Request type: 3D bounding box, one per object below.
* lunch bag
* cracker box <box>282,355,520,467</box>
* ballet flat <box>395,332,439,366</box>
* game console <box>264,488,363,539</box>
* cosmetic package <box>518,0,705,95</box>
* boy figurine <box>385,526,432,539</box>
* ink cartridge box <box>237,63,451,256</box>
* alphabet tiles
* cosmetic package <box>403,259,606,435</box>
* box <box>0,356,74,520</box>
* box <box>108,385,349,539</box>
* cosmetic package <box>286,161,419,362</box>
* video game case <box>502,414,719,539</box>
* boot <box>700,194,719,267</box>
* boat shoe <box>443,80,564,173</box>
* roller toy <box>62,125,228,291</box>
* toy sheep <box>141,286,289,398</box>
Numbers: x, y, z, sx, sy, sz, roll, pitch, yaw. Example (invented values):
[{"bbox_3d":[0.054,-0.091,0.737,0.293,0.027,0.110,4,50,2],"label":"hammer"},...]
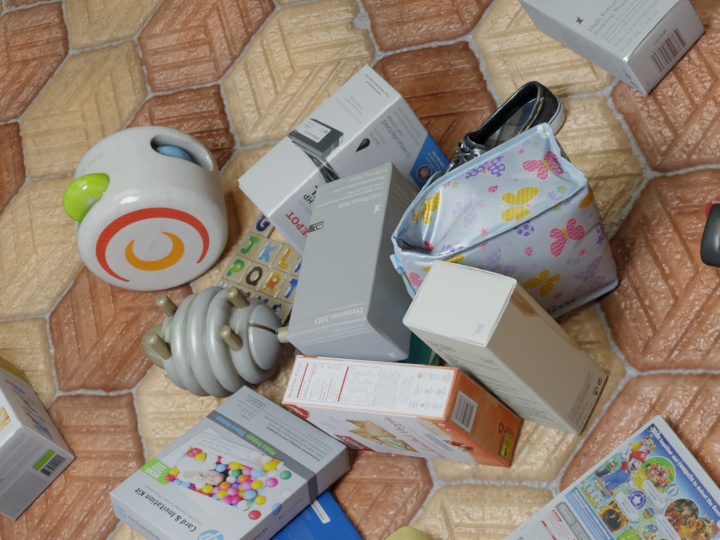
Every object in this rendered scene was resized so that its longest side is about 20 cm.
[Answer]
[{"bbox_3d":[0.135,-0.025,1.475,0.199,0.170,0.127,-29,47,0],"label":"lunch bag"},{"bbox_3d":[0.040,0.140,1.480,0.199,0.134,0.058,2,66,38],"label":"cracker box"},{"bbox_3d":[0.071,0.040,1.579,0.200,0.076,0.064,-59,13,-19],"label":"ballet flat"},{"bbox_3d":[-0.096,0.310,1.547,0.170,0.119,0.200,-21,42,-19],"label":"game console"},{"bbox_3d":[0.273,-0.286,1.644,0.102,0.074,0.200,-48,46,-1],"label":"cosmetic package"},{"bbox_3d":[0.016,0.332,1.396,0.064,0.125,0.200,23,51,15],"label":"boy figurine"},{"bbox_3d":[-0.015,-0.107,1.673,0.200,0.145,0.084,-42,46,0],"label":"ink cartridge box"},{"bbox_3d":[-0.076,-0.009,1.756,0.200,0.008,0.168,18,73,43],"label":"alphabet tiles"},{"bbox_3d":[0.140,0.074,1.406,0.105,0.200,0.071,16,71,40],"label":"cosmetic package"},{"bbox_3d":[-0.455,0.191,1.829,0.112,0.101,0.200,-45,45,1],"label":"box"},{"bbox_3d":[-0.134,0.218,1.539,0.156,0.041,0.200,27,50,34],"label":"box"},{"bbox_3d":[0.000,0.000,1.546,0.106,0.090,0.201,-16,45,31],"label":"cosmetic package"},{"bbox_3d":[0.234,0.243,1.352,0.200,0.018,0.143,-40,45,7],"label":"video game case"},{"bbox_3d":[0.408,-0.079,1.410,0.144,0.072,0.200,27,83,45],"label":"boot"},{"bbox_3d":[0.139,-0.131,1.640,0.200,0.066,0.070,-41,45,6],"label":"boat shoe"},{"bbox_3d":[-0.256,-0.078,1.813,0.182,0.200,0.140,-13,51,0],"label":"roller toy"},{"bbox_3d":[-0.155,0.079,1.668,0.199,0.138,0.138,-2,59,24],"label":"toy sheep"}]
